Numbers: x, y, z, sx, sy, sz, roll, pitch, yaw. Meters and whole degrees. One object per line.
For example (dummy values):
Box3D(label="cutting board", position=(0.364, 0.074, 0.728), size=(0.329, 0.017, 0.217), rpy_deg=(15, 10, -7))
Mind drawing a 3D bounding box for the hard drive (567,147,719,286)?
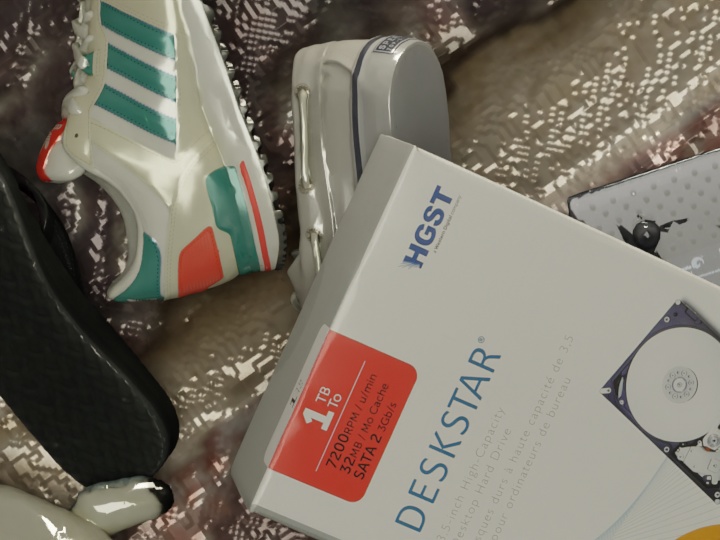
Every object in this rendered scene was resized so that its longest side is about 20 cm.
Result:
Box3D(label="hard drive", position=(0.175, 0.044, 0.948), size=(0.134, 0.042, 0.201), rpy_deg=(-18, 93, 0))

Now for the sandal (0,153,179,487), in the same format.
Box3D(label="sandal", position=(-0.149, 0.007, 0.942), size=(0.075, 0.048, 0.201), rpy_deg=(-25, 107, 23))

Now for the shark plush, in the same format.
Box3D(label="shark plush", position=(-0.170, 0.137, 0.933), size=(0.199, 0.083, 0.091), rpy_deg=(8, 52, -7))

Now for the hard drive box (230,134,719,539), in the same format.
Box3D(label="hard drive box", position=(0.070, 0.057, 0.873), size=(0.199, 0.077, 0.156), rpy_deg=(23, 93, -11))

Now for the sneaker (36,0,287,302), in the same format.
Box3D(label="sneaker", position=(-0.103, -0.080, 0.926), size=(0.093, 0.070, 0.200), rpy_deg=(-21, 95, -6))

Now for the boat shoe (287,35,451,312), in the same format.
Box3D(label="boat shoe", position=(0.000, 0.000, 0.935), size=(0.066, 0.072, 0.201), rpy_deg=(4, 107, 29))
